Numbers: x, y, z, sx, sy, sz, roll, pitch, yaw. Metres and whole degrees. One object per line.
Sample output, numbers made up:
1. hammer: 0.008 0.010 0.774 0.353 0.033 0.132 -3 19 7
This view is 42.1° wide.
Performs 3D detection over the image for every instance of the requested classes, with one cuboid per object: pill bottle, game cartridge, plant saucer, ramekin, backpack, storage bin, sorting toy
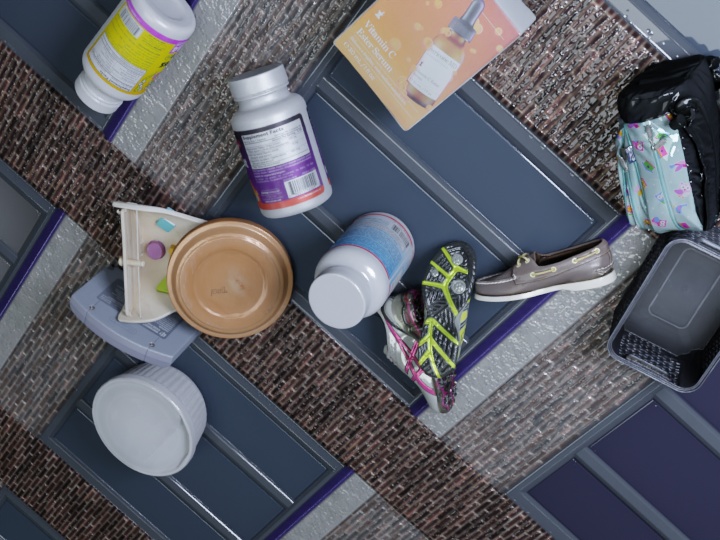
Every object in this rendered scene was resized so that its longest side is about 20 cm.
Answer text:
1. pill bottle: -0.119 -0.186 1.338 0.111 0.111 0.201 -8 111 24
2. game cartridge: -0.373 0.078 1.554 0.199 0.133 0.041 31 124 5
3. pill bottle: -0.335 -0.320 1.362 0.104 0.104 0.200 47 122 -6
4. pill bottle: 0.000 0.000 1.330 0.108 0.200 0.109 9 117 17
5. plant saucer: -0.205 0.017 1.471 0.199 0.032 0.202 -2 112 -4
6. ramekin: -0.365 0.256 1.661 0.201 0.094 0.204 9 117 18
7. backpack: 0.383 -0.145 1.149 0.126 0.167 0.201 4 121 41
8. storage bin: 0.431 0.043 1.245 0.135 0.094 0.201 27 122 7
9. sorting toy: -0.293 -0.019 1.503 0.179 0.107 0.201 6 112 7

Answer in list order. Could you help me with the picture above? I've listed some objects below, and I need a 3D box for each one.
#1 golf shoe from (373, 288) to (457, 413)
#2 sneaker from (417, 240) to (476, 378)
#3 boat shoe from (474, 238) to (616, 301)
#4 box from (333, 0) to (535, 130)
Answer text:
1. golf shoe: 0.086 0.128 1.439 0.092 0.073 0.201 -16 99 31
2. sneaker: 0.122 0.055 1.363 0.075 0.076 0.201 14 86 9
3. boat shoe: 0.252 0.001 1.309 0.199 0.072 0.060 -10 105 21
4. box: 0.095 -0.307 1.198 0.200 0.106 0.152 -37 97 32
